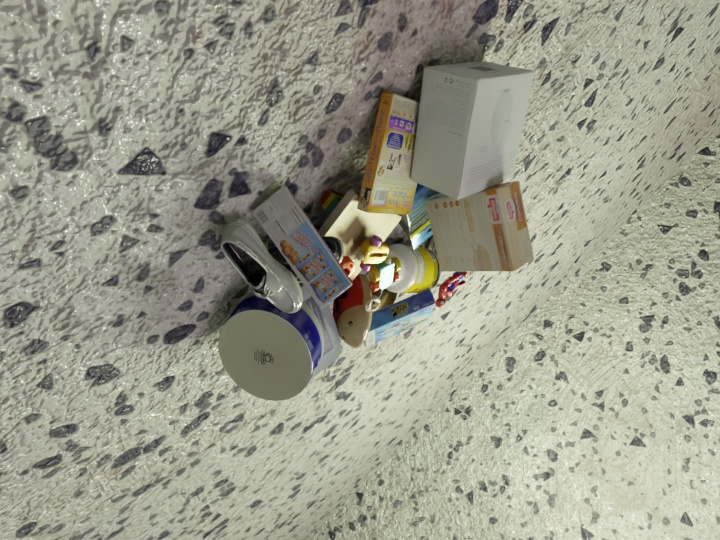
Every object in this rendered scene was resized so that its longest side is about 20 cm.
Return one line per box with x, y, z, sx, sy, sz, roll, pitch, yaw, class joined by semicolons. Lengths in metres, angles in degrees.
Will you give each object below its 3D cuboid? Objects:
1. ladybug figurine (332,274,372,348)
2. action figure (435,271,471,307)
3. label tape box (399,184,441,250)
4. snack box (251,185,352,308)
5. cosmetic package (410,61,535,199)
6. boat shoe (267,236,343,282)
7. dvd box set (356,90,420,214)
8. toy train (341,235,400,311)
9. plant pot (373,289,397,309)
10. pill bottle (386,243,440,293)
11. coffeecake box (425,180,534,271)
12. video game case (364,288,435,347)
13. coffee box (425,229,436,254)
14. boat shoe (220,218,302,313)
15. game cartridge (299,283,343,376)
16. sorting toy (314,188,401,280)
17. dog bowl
-0.021;0.083;1.268;0.069;0.202;0.139;14;120;-13;ladybug figurine
0.249;0.015;1.430;0.201;0.051;0.066;-49;163;-18;action figure
0.141;-0.157;1.242;0.143;0.063;0.201;-39;153;-10;label tape box
-0.097;-0.038;0.951;0.071;0.203;0.024;-34;-169;5;snack box
0.203;-0.263;1.034;0.196;0.121;0.207;-22;127;-42;cosmetic package
-0.124;-0.017;1.002;0.194;0.077;0.060;-12;166;23;boat shoe
0.067;-0.205;1.022;0.144;0.029;0.207;-6;113;-52;dvd box set
0.000;0.000;1.123;0.151;0.056;0.199;-48;145;4;toy train
0.016;0.101;1.490;0.197;0.028;0.202;-33;153;-19;plant pot
0.108;-0.004;1.367;0.114;0.113;0.197;-52;152;21;pill bottle
0.235;-0.083;1.129;0.072;0.159;0.197;-22;-167;-34;coffeecake box
0.093;0.127;1.460;0.194;0.047;0.182;-22;163;-5;video game case
0.271;-0.102;1.485;0.197;0.080;0.116;-30;151;-24;coffee box
-0.165;0.008;0.943;0.070;0.070;0.203;-16;124;19;boat shoe
-0.115;0.124;1.175;0.132;0.040;0.206;-34;122;-30;game cartridge
-0.040;-0.069;1.112;0.202;0.070;0.197;-51;153;15;sorting toy
-0.171;0.145;1.085;0.203;0.197;0.079;-57;-178;29;dog bowl
